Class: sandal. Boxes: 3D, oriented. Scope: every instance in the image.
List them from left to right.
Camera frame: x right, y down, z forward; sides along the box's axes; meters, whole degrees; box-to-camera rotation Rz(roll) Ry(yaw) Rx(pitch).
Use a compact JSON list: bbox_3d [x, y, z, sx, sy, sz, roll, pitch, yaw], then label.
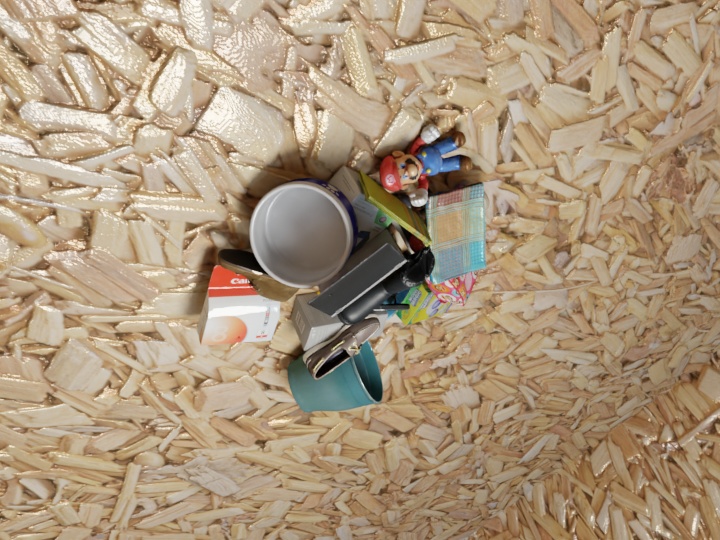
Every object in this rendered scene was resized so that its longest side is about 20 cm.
[{"bbox_3d":[0.025,0.064,1.771,0.199,0.075,0.048,5,91,-25],"label":"sandal"}]

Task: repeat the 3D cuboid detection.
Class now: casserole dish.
[{"bbox_3d":[0.099,0.036,1.876,0.121,0.039,0.201,-28,156,-53],"label":"casserole dish"}]

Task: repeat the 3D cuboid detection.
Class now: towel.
[{"bbox_3d":[0.068,-0.122,1.582,0.018,0.086,0.200,-40,132,20],"label":"towel"},{"bbox_3d":[0.205,-0.077,1.685,0.146,0.022,0.201,-16,117,-23],"label":"towel"}]

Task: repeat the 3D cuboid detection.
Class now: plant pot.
[{"bbox_3d":[-0.069,0.254,1.932,0.187,0.201,0.200,-21,145,13],"label":"plant pot"}]

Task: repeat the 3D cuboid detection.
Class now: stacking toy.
[{"bbox_3d":[0.184,-0.107,1.719,0.200,0.085,0.086,-42,145,-12],"label":"stacking toy"}]

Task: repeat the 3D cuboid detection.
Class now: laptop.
[{"bbox_3d":[-0.019,-0.011,1.533,0.187,0.200,0.116,-36,125,6],"label":"laptop"}]

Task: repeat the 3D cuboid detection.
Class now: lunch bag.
[{"bbox_3d":[0.214,-0.031,1.827,0.200,0.081,0.177,53,53,-52],"label":"lunch bag"}]

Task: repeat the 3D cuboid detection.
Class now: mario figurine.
[{"bbox_3d":[0.132,-0.210,1.584,0.199,0.124,0.106,-22,155,-17],"label":"mario figurine"}]

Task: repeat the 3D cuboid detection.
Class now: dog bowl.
[{"bbox_3d":[-0.107,-0.074,1.513,0.200,0.200,0.079,-45,-177,19],"label":"dog bowl"}]

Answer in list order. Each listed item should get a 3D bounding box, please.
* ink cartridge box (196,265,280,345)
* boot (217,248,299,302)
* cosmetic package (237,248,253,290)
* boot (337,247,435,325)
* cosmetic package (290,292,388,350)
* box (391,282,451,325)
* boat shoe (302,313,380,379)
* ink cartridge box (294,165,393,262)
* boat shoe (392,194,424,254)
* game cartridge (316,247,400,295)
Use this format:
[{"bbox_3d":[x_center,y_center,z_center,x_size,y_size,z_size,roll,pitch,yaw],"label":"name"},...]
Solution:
[{"bbox_3d":[-0.239,0.072,1.634,0.161,0.050,0.201,-2,139,-27],"label":"ink cartridge box"},{"bbox_3d":[-0.202,0.015,1.561,0.199,0.074,0.076,20,117,-38],"label":"boot"},{"bbox_3d":[-0.221,0.037,1.684,0.082,0.051,0.201,-17,141,-18],"label":"cosmetic package"},{"bbox_3d":[0.052,0.030,1.664,0.200,0.077,0.168,-40,-172,-27],"label":"boot"},{"bbox_3d":[-0.048,0.106,1.833,0.199,0.107,0.091,-5,136,-26],"label":"cosmetic package"},{"bbox_3d":[0.168,0.068,1.938,0.199,0.048,0.118,-11,141,-46],"label":"box"},{"bbox_3d":[-0.035,0.171,1.780,0.199,0.060,0.072,-32,143,4],"label":"boat shoe"},{"bbox_3d":[-0.041,-0.095,1.620,0.200,0.088,0.145,-43,145,20],"label":"ink cartridge box"},{"bbox_3d":[0.114,-0.093,1.741,0.062,0.073,0.200,-30,138,6],"label":"boat shoe"},{"bbox_3d":[0.000,0.000,1.724,0.199,0.033,0.176,-34,180,4],"label":"game cartridge"}]
